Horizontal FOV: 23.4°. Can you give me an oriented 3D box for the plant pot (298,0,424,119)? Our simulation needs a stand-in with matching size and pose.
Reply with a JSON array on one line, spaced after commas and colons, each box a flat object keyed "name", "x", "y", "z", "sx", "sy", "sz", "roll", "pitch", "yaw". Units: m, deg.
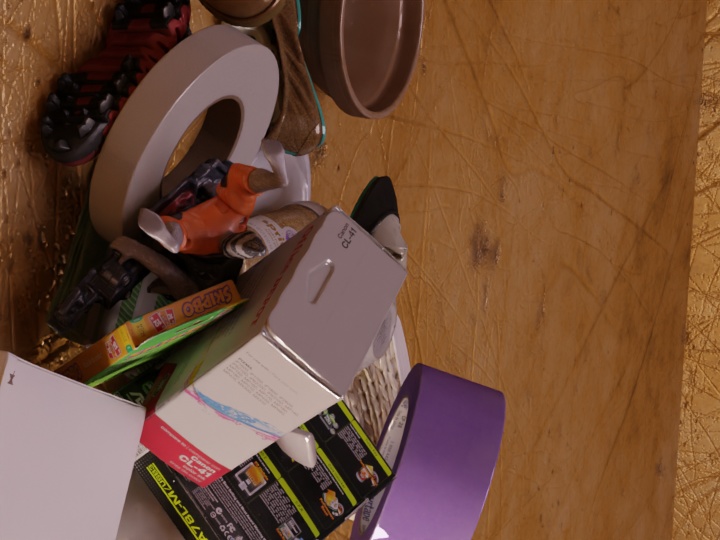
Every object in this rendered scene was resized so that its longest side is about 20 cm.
[{"name": "plant pot", "x": -0.015, "y": -0.251, "z": 1.702, "sx": 0.201, "sy": 0.093, "sz": 0.201, "roll": 8, "pitch": 90, "yaw": -65}]

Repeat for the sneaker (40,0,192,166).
[{"name": "sneaker", "x": -0.183, "y": -0.138, "z": 1.381, "sx": 0.201, "sy": 0.071, "sz": 0.098, "roll": -63, "pitch": 147, "yaw": -41}]

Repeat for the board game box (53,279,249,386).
[{"name": "board game box", "x": -0.165, "y": 0.054, "z": 1.326, "sx": 0.095, "sy": 0.200, "sz": 0.030, "roll": -23, "pitch": 89, "yaw": -33}]

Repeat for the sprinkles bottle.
[{"name": "sprinkles bottle", "x": -0.086, "y": -0.016, "z": 1.520, "sx": 0.200, "sy": 0.068, "sz": 0.068, "roll": -22, "pitch": 117, "yaw": -65}]

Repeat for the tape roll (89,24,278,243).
[{"name": "tape roll", "x": -0.139, "y": -0.101, "z": 1.392, "sx": 0.203, "sy": 0.037, "sz": 0.203, "roll": -50, "pitch": 163, "yaw": -22}]

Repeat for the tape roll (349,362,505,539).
[{"name": "tape roll", "x": 0.060, "y": 0.192, "z": 1.600, "sx": 0.200, "sy": 0.085, "sz": 0.200, "roll": -161, "pitch": -90, "yaw": -85}]

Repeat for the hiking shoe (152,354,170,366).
[{"name": "hiking shoe", "x": -0.097, "y": 0.132, "z": 1.528, "sx": 0.200, "sy": 0.074, "sz": 0.087, "roll": 46, "pitch": 51, "yaw": -8}]

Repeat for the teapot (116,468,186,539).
[{"name": "teapot", "x": -0.150, "y": 0.228, "z": 1.477, "sx": 0.197, "sy": 0.146, "sz": 0.200, "roll": 54, "pitch": 47, "yaw": -58}]

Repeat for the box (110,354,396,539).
[{"name": "box", "x": -0.091, "y": 0.144, "z": 1.443, "sx": 0.200, "sy": 0.048, "sz": 0.193, "roll": 54, "pitch": 44, "yaw": 0}]

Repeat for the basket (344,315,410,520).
[{"name": "basket", "x": -0.032, "y": 0.136, "z": 1.738, "sx": 0.123, "sy": 0.135, "sz": 0.200, "roll": -51, "pitch": 142, "yaw": -43}]

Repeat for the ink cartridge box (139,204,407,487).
[{"name": "ink cartridge box", "x": -0.073, "y": 0.061, "z": 1.333, "sx": 0.086, "sy": 0.200, "sz": 0.148, "roll": 42, "pitch": 47, "yaw": -15}]

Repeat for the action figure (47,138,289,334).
[{"name": "action figure", "x": -0.134, "y": -0.007, "z": 1.315, "sx": 0.200, "sy": 0.105, "sz": 0.193, "roll": -46, "pitch": 176, "yaw": -20}]

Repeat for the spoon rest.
[{"name": "spoon rest", "x": -0.025, "y": 0.074, "z": 1.455, "sx": 0.099, "sy": 0.061, "sz": 0.200, "roll": 85, "pitch": 27, "yaw": -43}]

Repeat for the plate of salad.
[{"name": "plate of salad", "x": -0.102, "y": -0.054, "z": 1.621, "sx": 0.200, "sy": 0.048, "sz": 0.200, "roll": -37, "pitch": 133, "yaw": -54}]

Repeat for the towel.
[{"name": "towel", "x": -0.191, "y": 0.011, "z": 1.473, "sx": 0.200, "sy": 0.023, "sz": 0.153, "roll": 46, "pitch": 55, "yaw": -59}]

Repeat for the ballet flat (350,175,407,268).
[{"name": "ballet flat", "x": 0.000, "y": 0.000, "z": 1.561, "sx": 0.200, "sy": 0.068, "sz": 0.068, "roll": -57, "pitch": 160, "yaw": -30}]

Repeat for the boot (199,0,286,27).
[{"name": "boot", "x": -0.152, "y": -0.284, "z": 1.328, "sx": 0.066, "sy": 0.175, "sz": 0.200, "roll": -45, "pitch": 154, "yaw": 1}]

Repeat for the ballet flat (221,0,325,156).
[{"name": "ballet flat", "x": -0.086, "y": -0.198, "z": 1.574, "sx": 0.072, "sy": 0.068, "sz": 0.200, "roll": -6, "pitch": 79, "yaw": -30}]

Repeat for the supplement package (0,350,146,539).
[{"name": "supplement package", "x": -0.261, "y": 0.146, "z": 1.243, "sx": 0.200, "sy": 0.111, "sz": 0.156, "roll": 36, "pitch": 64, "yaw": -63}]
